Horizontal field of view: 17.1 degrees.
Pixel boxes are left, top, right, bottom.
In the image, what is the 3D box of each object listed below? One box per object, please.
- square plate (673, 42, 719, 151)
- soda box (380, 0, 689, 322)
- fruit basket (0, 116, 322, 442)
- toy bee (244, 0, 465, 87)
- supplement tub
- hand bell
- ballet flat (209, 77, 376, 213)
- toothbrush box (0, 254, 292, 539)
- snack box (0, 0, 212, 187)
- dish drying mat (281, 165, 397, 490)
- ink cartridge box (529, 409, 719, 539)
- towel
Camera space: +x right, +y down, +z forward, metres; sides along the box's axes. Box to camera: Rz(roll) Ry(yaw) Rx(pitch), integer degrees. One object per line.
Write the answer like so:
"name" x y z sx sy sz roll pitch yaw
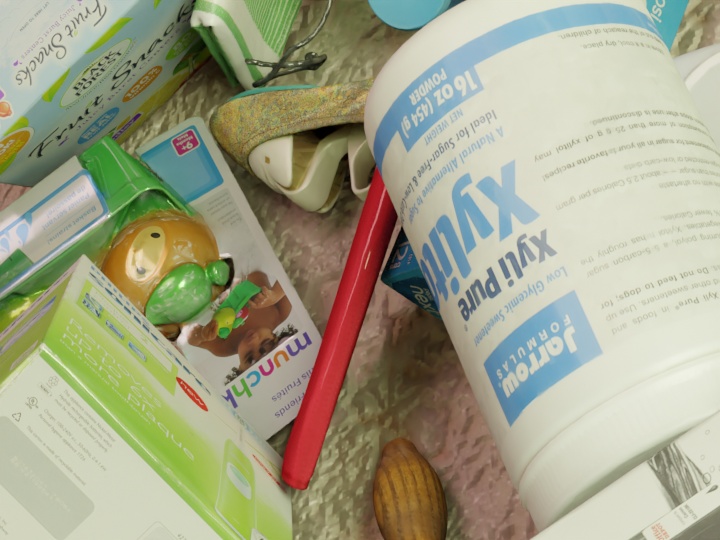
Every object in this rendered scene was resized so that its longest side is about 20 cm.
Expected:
"square plate" 0.196 -0.039 1.012 0.197 0.028 0.201 -14 49 35
"soda box" 0.084 -0.069 1.099 0.064 0.068 0.201 -18 45 57
"fruit basket" -0.123 0.034 1.201 0.185 0.094 0.201 -35 47 8
"toy bee" 0.018 -0.173 1.212 0.198 0.110 0.131 -18 4 6
"supplement tub" 0.092 -0.004 0.949 0.131 0.132 0.201 -32 63 19
"hand bell" 0.029 0.134 1.002 0.104 0.104 0.200 -36 27 15
"ballet flat" -0.004 -0.062 1.193 0.199 0.071 0.071 -7 54 38
"toothbrush box" -0.106 0.088 1.036 0.086 0.146 0.200 -43 8 5
"snack box" -0.144 -0.122 1.280 0.169 0.200 0.068 -43 82 7
"dish drying mat" 0.000 0.000 1.095 0.077 0.018 0.202 175 113 -89
"ink cartridge box" 0.162 0.114 0.822 0.199 0.144 0.084 -36 40 15
"towel" -0.031 -0.201 1.267 0.023 0.153 0.201 24 84 11
